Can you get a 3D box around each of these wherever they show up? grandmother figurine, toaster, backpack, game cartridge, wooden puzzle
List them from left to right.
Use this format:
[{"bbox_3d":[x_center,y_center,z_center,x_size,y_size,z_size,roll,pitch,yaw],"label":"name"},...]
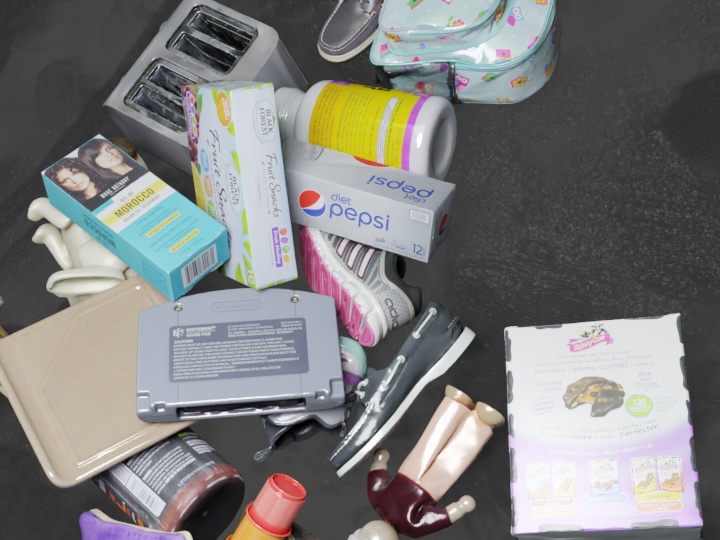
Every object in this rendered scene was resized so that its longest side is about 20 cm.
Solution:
[{"bbox_3d":[-0.249,0.106,1.122,0.200,0.037,0.185,-24,59,-22],"label":"wooden puzzle"},{"bbox_3d":[-0.175,-0.202,1.305,0.200,0.119,0.181,30,78,26],"label":"toaster"},{"bbox_3d":[-0.119,0.080,1.103,0.199,0.042,0.133,-4,49,-4],"label":"game cartridge"},{"bbox_3d":[0.053,0.208,1.080,0.121,0.061,0.200,21,70,47],"label":"grandmother figurine"},{"bbox_3d":[0.121,-0.275,1.232,0.199,0.153,0.176,9,64,14],"label":"backpack"}]

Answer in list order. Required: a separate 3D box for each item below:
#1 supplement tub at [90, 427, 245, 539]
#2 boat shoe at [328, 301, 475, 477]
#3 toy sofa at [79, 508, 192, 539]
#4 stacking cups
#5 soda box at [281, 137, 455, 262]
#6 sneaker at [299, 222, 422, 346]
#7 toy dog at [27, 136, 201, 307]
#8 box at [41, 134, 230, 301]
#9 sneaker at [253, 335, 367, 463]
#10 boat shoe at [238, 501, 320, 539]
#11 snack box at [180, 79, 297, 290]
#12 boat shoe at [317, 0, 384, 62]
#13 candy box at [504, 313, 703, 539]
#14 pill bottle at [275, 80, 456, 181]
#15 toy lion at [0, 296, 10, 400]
[{"bbox_3d":[-0.219,0.193,1.144,0.200,0.107,0.107,35,80,28],"label":"supplement tub"},{"bbox_3d":[0.030,0.117,1.116,0.060,0.076,0.200,42,71,4],"label":"boat shoe"},{"bbox_3d":[-0.238,0.293,1.056,0.200,0.083,0.098,-1,96,46],"label":"toy sofa"},{"bbox_3d":[-0.112,0.283,1.057,0.060,0.060,0.200,38,103,28],"label":"stacking cups"},{"bbox_3d":[-0.005,-0.076,1.176,0.200,0.064,0.068,18,36,18],"label":"soda box"},{"bbox_3d":[0.000,0.000,1.186,0.087,0.074,0.200,-17,42,-21],"label":"sneaker"},{"bbox_3d":[-0.279,-0.054,1.261,0.193,0.140,0.200,-14,62,-3],"label":"toy dog"},{"bbox_3d":[-0.233,-0.058,1.157,0.200,0.049,0.082,35,59,24],"label":"box"},{"bbox_3d":[-0.100,0.129,1.152,0.199,0.078,0.140,5,67,20],"label":"sneaker"},{"bbox_3d":[-0.050,0.294,1.070,0.200,0.065,0.073,42,115,44],"label":"boat shoe"},{"bbox_3d":[-0.127,-0.093,1.157,0.053,0.201,0.142,-15,16,-28],"label":"snack box"},{"bbox_3d":[0.013,-0.340,1.339,0.072,0.065,0.200,37,82,26],"label":"boat shoe"},{"bbox_3d":[0.225,0.150,1.046,0.167,0.072,0.200,-5,65,15],"label":"candy box"},{"bbox_3d":[-0.002,-0.153,1.236,0.200,0.104,0.104,12,70,21],"label":"pill bottle"},{"bbox_3d":[-0.429,0.058,1.221,0.069,0.192,0.200,-45,61,-7],"label":"toy lion"}]
